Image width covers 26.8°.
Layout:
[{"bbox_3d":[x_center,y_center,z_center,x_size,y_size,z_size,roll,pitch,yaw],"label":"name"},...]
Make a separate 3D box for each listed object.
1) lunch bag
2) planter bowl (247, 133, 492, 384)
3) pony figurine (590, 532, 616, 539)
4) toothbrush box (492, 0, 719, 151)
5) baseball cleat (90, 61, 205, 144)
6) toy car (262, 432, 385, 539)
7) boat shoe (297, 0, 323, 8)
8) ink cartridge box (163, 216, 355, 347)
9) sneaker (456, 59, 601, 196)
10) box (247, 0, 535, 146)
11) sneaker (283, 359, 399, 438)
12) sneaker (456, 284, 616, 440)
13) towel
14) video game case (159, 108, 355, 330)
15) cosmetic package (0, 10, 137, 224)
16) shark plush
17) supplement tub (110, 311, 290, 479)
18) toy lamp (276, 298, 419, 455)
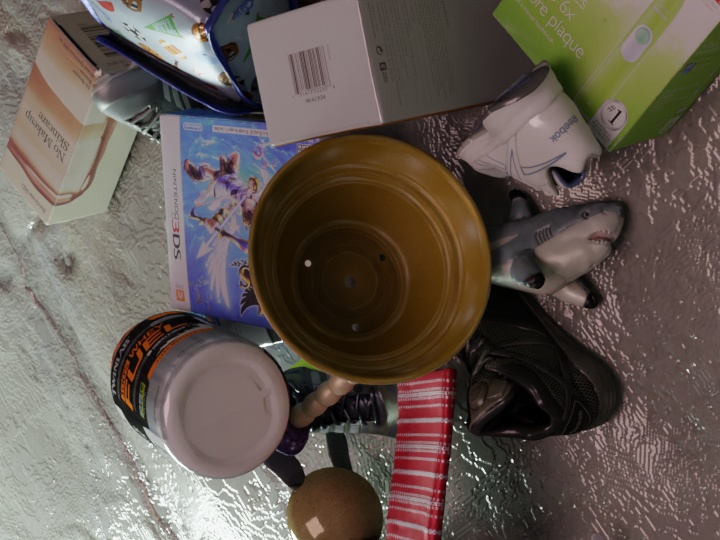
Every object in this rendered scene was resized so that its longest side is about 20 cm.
[{"bbox_3d":[-0.146,-0.222,1.294,0.169,0.200,0.125,30,78,17],"label":"lunch bag"},{"bbox_3d":[0.000,0.000,1.215,0.202,0.199,0.083,64,160,8],"label":"planter bowl"},{"bbox_3d":[0.125,0.313,1.266,0.194,0.164,0.202,115,155,-53],"label":"pony figurine"},{"bbox_3d":[0.211,-0.210,1.085,0.146,0.086,0.200,53,130,18],"label":"toothbrush box"},{"bbox_3d":[-0.179,-0.142,1.414,0.069,0.200,0.107,-28,87,19],"label":"baseball cleat"},{"bbox_3d":[-0.032,0.245,1.408,0.157,0.163,0.202,-36,67,43],"label":"toy car"},{"bbox_3d":[-0.080,-0.244,1.361,0.198,0.072,0.069,-3,98,41],"label":"boat shoe"},{"bbox_3d":[-0.079,-0.008,1.420,0.199,0.084,0.146,-14,92,45],"label":"ink cartridge box"},{"bbox_3d":[0.129,-0.091,1.154,0.087,0.074,0.200,49,176,2],"label":"sneaker"},{"bbox_3d":[0.029,-0.166,1.189,0.123,0.199,0.099,-7,97,44],"label":"box"},{"bbox_3d":[-0.017,0.126,1.403,0.198,0.080,0.075,-1,102,44],"label":"sneaker"},{"bbox_3d":[0.106,0.069,1.249,0.199,0.113,0.077,43,128,32],"label":"sneaker"},{"bbox_3d":[0.046,0.182,1.260,0.145,0.022,0.203,163,114,-77],"label":"towel"},{"bbox_3d":[-0.093,-0.044,1.335,0.198,0.045,0.184,9,108,41],"label":"video game case"},{"bbox_3d":[-0.294,-0.160,1.579,0.103,0.087,0.201,44,129,24],"label":"cosmetic package"},{"bbox_3d":[0.132,-0.027,1.253,0.199,0.090,0.084,12,86,56],"label":"shark plush"},{"bbox_3d":[-0.151,0.105,1.352,0.199,0.121,0.124,15,114,63],"label":"supplement tub"},{"bbox_3d":[-0.006,0.091,1.313,0.200,0.058,0.059,-41,74,34],"label":"toy lamp"}]
